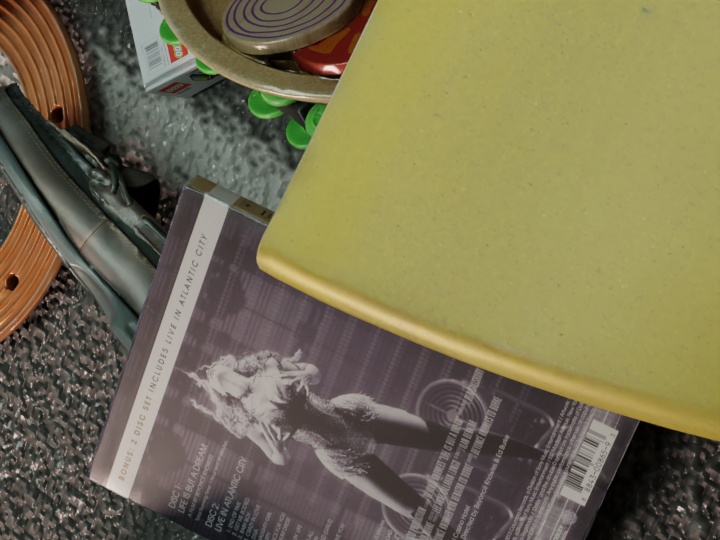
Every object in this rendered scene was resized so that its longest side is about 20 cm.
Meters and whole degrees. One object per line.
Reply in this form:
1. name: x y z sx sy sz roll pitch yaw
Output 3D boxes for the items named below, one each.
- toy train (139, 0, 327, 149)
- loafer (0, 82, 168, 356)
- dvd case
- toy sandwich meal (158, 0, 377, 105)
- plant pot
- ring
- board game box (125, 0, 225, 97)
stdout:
1. toy train: -0.024 -0.087 1.103 0.056 0.042 0.200 -42 48 -10
2. loafer: -0.101 -0.011 1.204 0.063 0.072 0.200 -35 71 -4
3. dvd case: -0.001 0.067 1.070 0.199 0.016 0.149 25 120 8
4. toy sandwich meal: 0.003 -0.152 1.077 0.204 0.070 0.206 -6 47 7
5. plant pot: 0.116 -0.043 0.965 0.176 0.200 0.201 34 107 25
6. ring: -0.202 -0.054 1.315 0.200 0.019 0.201 -5 82 38
7. board game box: -0.064 -0.194 1.209 0.126 0.035 0.201 -23 72 35
